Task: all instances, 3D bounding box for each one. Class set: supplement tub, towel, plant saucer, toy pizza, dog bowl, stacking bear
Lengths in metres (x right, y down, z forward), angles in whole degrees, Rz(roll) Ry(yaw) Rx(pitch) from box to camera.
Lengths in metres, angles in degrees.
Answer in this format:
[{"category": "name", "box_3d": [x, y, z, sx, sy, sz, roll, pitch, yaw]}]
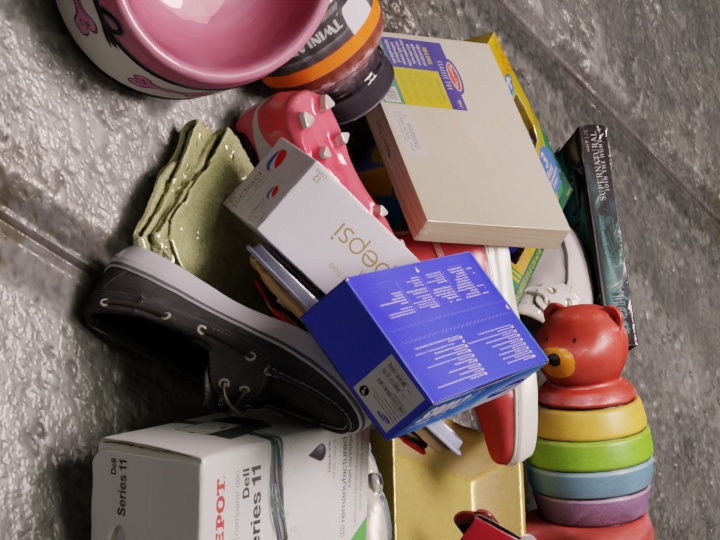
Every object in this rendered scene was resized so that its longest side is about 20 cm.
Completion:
[{"category": "supplement tub", "box_3d": [-0.051, -0.200, 1.501, 0.200, 0.107, 0.107, 54, 38, -33]}, {"category": "towel", "box_3d": [-0.086, 0.007, 1.437, 0.200, 0.036, 0.149, 58, 36, -28]}, {"category": "plant saucer", "box_3d": [0.061, 0.218, 1.586, 0.200, 0.048, 0.201, 26, 57, -53]}, {"category": "toy pizza", "box_3d": [-0.010, 0.059, 1.382, 0.200, 0.032, 0.200, 44, 0, 0]}, {"category": "dog bowl", "box_3d": [-0.102, -0.209, 1.357, 0.200, 0.074, 0.201, -6, 103, -28]}, {"category": "stacking bear", "box_3d": [0.184, 0.126, 1.696, 0.114, 0.121, 0.201, -14, 104, -46]}]

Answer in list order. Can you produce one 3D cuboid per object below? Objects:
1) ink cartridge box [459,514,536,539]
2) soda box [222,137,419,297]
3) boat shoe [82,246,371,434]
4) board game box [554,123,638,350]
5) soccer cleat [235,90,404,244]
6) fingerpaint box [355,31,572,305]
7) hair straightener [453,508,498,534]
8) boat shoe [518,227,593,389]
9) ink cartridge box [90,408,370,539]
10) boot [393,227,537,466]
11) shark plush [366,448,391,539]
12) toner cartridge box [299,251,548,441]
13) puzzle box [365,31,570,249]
[{"category": "ink cartridge box", "box_3d": [0.069, 0.283, 1.443, 0.200, 0.084, 0.176, -52, 136, -14]}, {"category": "soda box", "box_3d": [0.000, 0.000, 1.433, 0.064, 0.068, 0.200, -49, 120, -3]}, {"category": "boat shoe", "box_3d": [-0.086, 0.058, 1.307, 0.200, 0.070, 0.066, 31, 59, 6]}, {"category": "board game box", "box_3d": [0.208, -0.019, 1.857, 0.135, 0.028, 0.201, 117, -33, -77]}, {"category": "soccer cleat", "box_3d": [-0.026, -0.038, 1.511, 0.067, 0.076, 0.200, -40, 114, -45]}, {"category": "fingerpaint box", "box_3d": [0.091, -0.074, 1.714, 0.167, 0.073, 0.200, 61, 35, -23]}, {"category": "hair straightener", "box_3d": [0.119, 0.273, 1.587, 0.200, 0.041, 0.077, 58, 36, -36]}, {"category": "boat shoe", "box_3d": [0.154, 0.042, 1.778, 0.069, 0.071, 0.201, 34, 53, -50]}, {"category": "ink cartridge box", "box_3d": [-0.080, 0.169, 1.315, 0.200, 0.083, 0.147, -8, 102, -58]}, {"category": "boot", "box_3d": [0.053, 0.062, 1.579, 0.144, 0.072, 0.201, -12, 88, -20]}, {"category": "shark plush", "box_3d": [-0.014, 0.178, 1.498, 0.083, 0.091, 0.201, 69, 6, -64]}, {"category": "toner cartridge box", "box_3d": [0.045, 0.044, 1.314, 0.095, 0.043, 0.200, 56, 24, 11]}, {"category": "puzzle box", "box_3d": [0.072, -0.103, 1.600, 0.133, 0.025, 0.200, 3, 50, -30]}]
